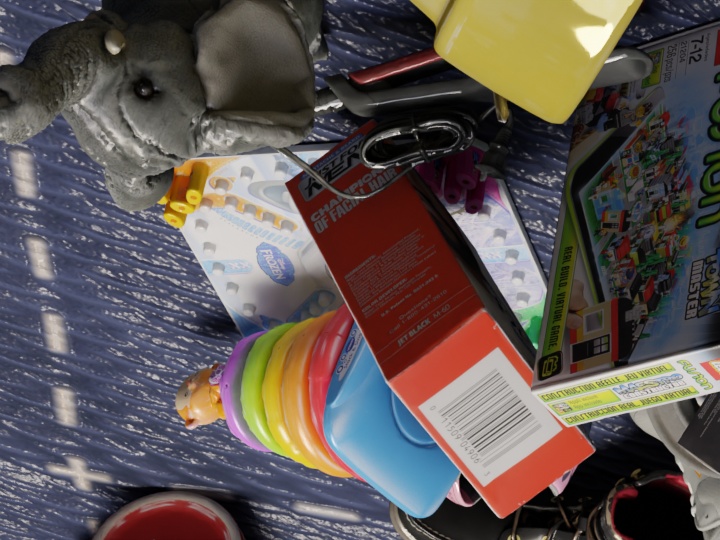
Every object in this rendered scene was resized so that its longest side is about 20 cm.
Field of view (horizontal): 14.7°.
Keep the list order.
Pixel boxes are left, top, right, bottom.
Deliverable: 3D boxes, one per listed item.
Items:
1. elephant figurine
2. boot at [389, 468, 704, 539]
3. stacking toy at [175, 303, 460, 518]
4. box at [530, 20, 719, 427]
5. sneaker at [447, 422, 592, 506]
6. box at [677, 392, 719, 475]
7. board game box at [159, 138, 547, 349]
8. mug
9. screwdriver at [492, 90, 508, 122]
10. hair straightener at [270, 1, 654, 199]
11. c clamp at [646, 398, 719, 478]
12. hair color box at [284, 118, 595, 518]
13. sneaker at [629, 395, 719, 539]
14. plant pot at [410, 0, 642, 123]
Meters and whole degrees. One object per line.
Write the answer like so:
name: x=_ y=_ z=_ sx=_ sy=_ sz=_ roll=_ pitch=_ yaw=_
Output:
elephant figurine: x=-0.093 y=-0.092 z=1.311 sx=0.155 sy=0.200 sz=0.142 roll=15 pitch=146 yaw=-4
boot: x=0.130 y=0.154 z=1.680 sx=0.200 sy=0.073 sz=0.151 roll=22 pitch=161 yaw=-12
stacking toy: x=-0.036 y=0.069 z=1.592 sx=0.200 sy=0.116 sz=0.110 roll=-2 pitch=145 yaw=44
box: x=0.147 y=-0.027 z=1.330 sx=0.110 sy=0.200 sz=0.035 roll=-17 pitch=137 yaw=35
sneaker: x=0.041 y=0.101 z=1.657 sx=0.200 sy=0.082 sz=0.070 roll=-9 pitch=141 yaw=29
box: x=0.276 y=0.044 z=1.407 sx=0.158 sy=0.200 sz=0.050 roll=31 pitch=-177 yaw=-30
board game box: x=0.000 y=0.000 z=1.574 sx=0.200 sy=0.026 sz=0.200 roll=-2 pitch=143 yaw=20
mug: x=-0.134 y=0.250 z=1.893 sx=0.177 sy=0.134 sz=0.200 roll=2 pitch=142 yaw=13
screwdriver: x=0.059 y=-0.109 z=1.255 sx=0.028 sy=0.200 sz=0.029 roll=-30 pitch=121 yaw=14
hair straightener: x=0.047 y=-0.080 z=1.360 sx=0.200 sy=0.077 sz=0.041 roll=-13 pitch=159 yaw=13
c clamp: x=0.194 y=0.017 z=1.450 sx=0.171 sy=0.027 sz=0.200 roll=-2 pitch=108 yaw=43
hair color box: x=0.037 y=0.020 z=1.394 sx=0.064 sy=0.200 sz=0.111 roll=-37 pitch=124 yaw=4
sneaker: x=0.204 y=0.116 z=1.560 sx=0.076 sy=0.092 sz=0.200 roll=34 pitch=175 yaw=-33
plant pot: x=0.053 y=-0.192 z=1.147 sx=0.189 sy=0.201 sz=0.201 roll=31 pitch=145 yaw=1
